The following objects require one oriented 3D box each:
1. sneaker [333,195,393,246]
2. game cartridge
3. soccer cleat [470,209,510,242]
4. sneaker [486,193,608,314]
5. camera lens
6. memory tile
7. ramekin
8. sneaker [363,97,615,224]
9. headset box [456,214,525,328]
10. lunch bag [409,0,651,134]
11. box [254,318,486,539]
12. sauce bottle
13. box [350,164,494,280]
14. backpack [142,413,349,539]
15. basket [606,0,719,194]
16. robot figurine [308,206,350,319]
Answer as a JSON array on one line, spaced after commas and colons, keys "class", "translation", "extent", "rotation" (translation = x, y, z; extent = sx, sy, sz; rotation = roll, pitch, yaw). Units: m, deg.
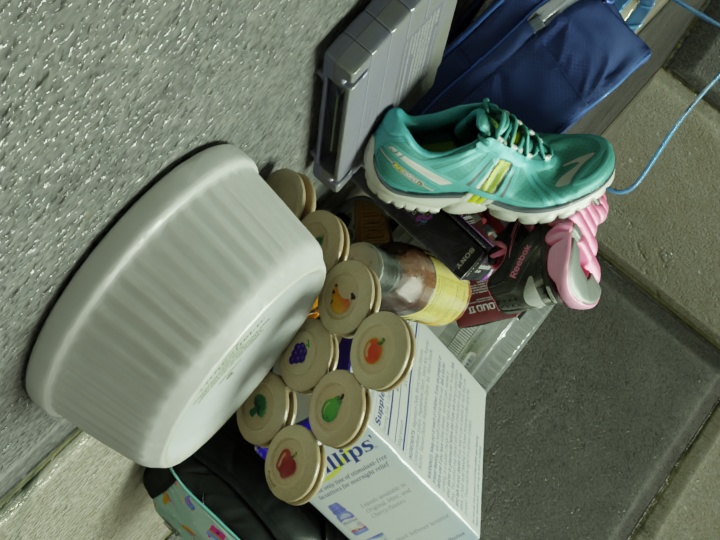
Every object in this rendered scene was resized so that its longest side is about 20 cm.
[{"class": "sneaker", "translation": [0.000, 0.000, 1.311], "extent": [0.088, 0.074, 0.202], "rotation": [-79, 170, -48]}, {"class": "game cartridge", "translation": [0.017, -0.145, 0.981], "extent": [0.130, 0.038, 0.200], "rotation": [-53, 172, -18]}, {"class": "soccer cleat", "translation": [0.147, -0.064, 1.245], "extent": [0.085, 0.069, 0.200], "rotation": [-36, -169, 12]}, {"class": "sneaker", "translation": [0.145, -0.036, 1.116], "extent": [0.094, 0.079, 0.201], "rotation": [-21, -152, 28]}, {"class": "camera lens", "translation": [0.100, 0.031, 1.565], "extent": [0.160, 0.199, 0.160], "rotation": [-49, 171, -10]}, {"class": "memory tile", "translation": [-0.047, 0.040, 0.932], "extent": [0.017, 0.201, 0.154], "rotation": [18, 119, -44]}, {"class": "ramekin", "translation": [-0.104, 0.031, 0.850], "extent": [0.203, 0.094, 0.203], "rotation": [-50, 172, -10]}, {"class": "sneaker", "translation": [0.102, -0.085, 1.033], "extent": [0.080, 0.197, 0.078], "rotation": [102, -19, -44]}, {"class": "headset box", "translation": [0.132, -0.048, 1.417], "extent": [0.076, 0.202, 0.149], "rotation": [-14, -165, 35]}, {"class": "lunch bag", "translation": [0.133, -0.170, 1.140], "extent": [0.200, 0.133, 0.136], "rotation": [-42, 178, 34]}, {"class": "box", "translation": [0.016, 0.134, 1.240], "extent": [0.104, 0.200, 0.185], "rotation": [-28, -150, 26]}, {"class": "sauce bottle", "translation": [0.037, 0.008, 1.182], "extent": [0.066, 0.066, 0.200], "rotation": [-52, 156, 8]}, {"class": "box", "translation": [0.057, -0.049, 1.204], "extent": [0.036, 0.143, 0.200], "rotation": [-49, 172, 8]}, {"class": "backpack", "translation": [-0.087, 0.207, 1.301], "extent": [0.176, 0.200, 0.154], "rotation": [-46, 175, -36]}, {"class": "basket", "translation": [0.217, -0.192, 1.262], "extent": [0.177, 0.199, 0.139], "rotation": [-53, 171, 8]}, {"class": "robot figurine", "translation": [-0.058, 0.014, 1.142], "extent": [0.145, 0.058, 0.200], "rotation": [-50, 171, 5]}]
